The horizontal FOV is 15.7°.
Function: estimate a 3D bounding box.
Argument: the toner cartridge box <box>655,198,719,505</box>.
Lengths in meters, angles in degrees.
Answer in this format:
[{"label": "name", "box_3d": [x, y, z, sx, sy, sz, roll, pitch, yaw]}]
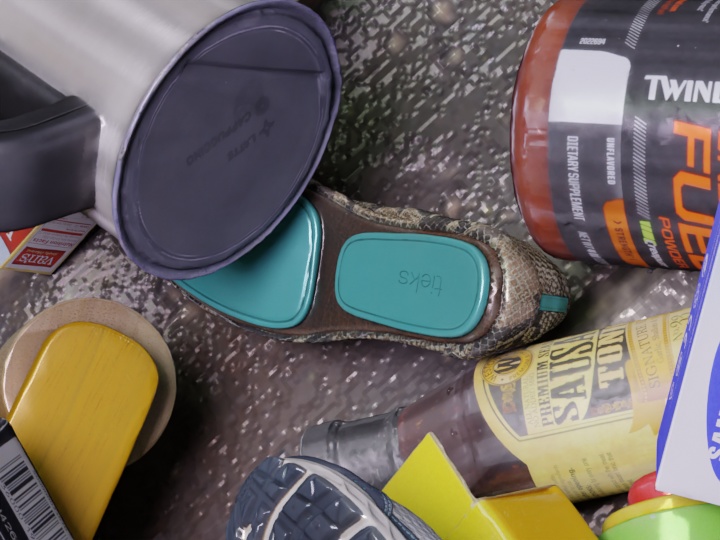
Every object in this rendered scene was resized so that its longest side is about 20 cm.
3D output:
[{"label": "toner cartridge box", "box_3d": [0.170, -0.010, 0.904, 0.094, 0.043, 0.201, 13, 110, 3]}]

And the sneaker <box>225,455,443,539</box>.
[{"label": "sneaker", "box_3d": [0.038, 0.134, 0.864, 0.200, 0.086, 0.078, 42, 117, 21]}]

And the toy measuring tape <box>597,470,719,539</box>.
[{"label": "toy measuring tape", "box_3d": [0.088, 0.116, 0.975, 0.199, 0.074, 0.074, -14, 65, 19]}]

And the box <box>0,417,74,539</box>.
[{"label": "box", "box_3d": [-0.193, 0.156, 0.924, 0.199, 0.106, 0.123, -28, 92, 11]}]

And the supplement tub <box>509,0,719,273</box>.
[{"label": "supplement tub", "box_3d": [0.164, -0.050, 0.984, 0.199, 0.107, 0.108, 4, 72, 26]}]

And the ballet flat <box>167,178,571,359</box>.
[{"label": "ballet flat", "box_3d": [0.000, 0.000, 1.055, 0.199, 0.075, 0.068, 12, 92, 39]}]

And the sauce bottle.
[{"label": "sauce bottle", "box_3d": [0.074, 0.060, 1.005, 0.199, 0.066, 0.066, -15, 65, 17]}]

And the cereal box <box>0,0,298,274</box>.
[{"label": "cereal box", "box_3d": [-0.118, -0.116, 1.135, 0.200, 0.039, 0.144, -45, 61, 26]}]

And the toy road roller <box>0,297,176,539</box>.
[{"label": "toy road roller", "box_3d": [-0.176, 0.088, 1.041, 0.145, 0.123, 0.201, 29, 79, -9]}]

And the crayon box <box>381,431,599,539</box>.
[{"label": "crayon box", "box_3d": [0.060, 0.170, 0.939, 0.127, 0.051, 0.200, -51, 62, 31]}]

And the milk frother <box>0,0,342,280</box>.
[{"label": "milk frother", "box_3d": [-0.130, -0.045, 1.048, 0.180, 0.201, 0.188, -38, 52, -25]}]
